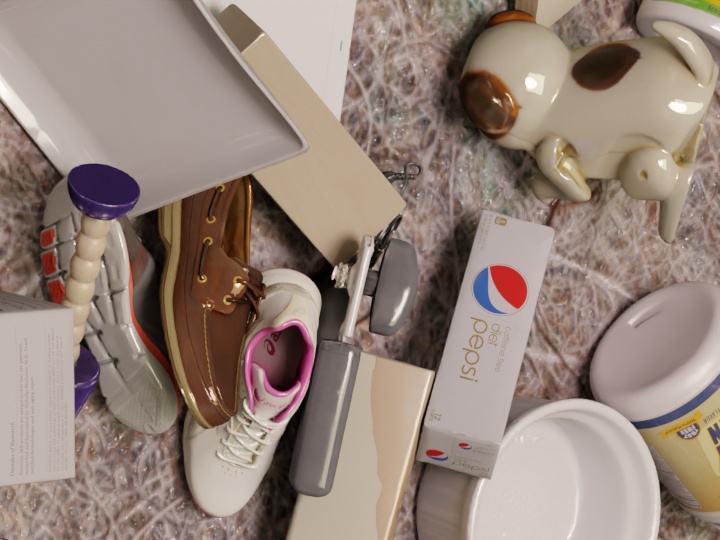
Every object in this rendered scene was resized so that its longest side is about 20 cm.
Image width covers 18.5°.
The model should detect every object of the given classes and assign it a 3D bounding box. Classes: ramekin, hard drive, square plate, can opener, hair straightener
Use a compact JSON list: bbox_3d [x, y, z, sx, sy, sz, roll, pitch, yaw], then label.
[{"bbox_3d":[0.141,0.199,1.822,0.199,0.097,0.203,-5,99,-34],"label":"ramekin"},{"bbox_3d":[-0.096,-0.182,1.658,0.199,0.026,0.133,7,92,-35],"label":"hard drive"},{"bbox_3d":[-0.161,-0.135,1.537,0.200,0.197,0.029,53,39,-26],"label":"square plate"},{"bbox_3d":[-0.007,0.070,1.643,0.066,0.053,0.202,17,88,-4],"label":"can opener"},{"bbox_3d":[0.000,0.000,1.714,0.041,0.077,0.201,39,75,-26],"label":"hair straightener"}]

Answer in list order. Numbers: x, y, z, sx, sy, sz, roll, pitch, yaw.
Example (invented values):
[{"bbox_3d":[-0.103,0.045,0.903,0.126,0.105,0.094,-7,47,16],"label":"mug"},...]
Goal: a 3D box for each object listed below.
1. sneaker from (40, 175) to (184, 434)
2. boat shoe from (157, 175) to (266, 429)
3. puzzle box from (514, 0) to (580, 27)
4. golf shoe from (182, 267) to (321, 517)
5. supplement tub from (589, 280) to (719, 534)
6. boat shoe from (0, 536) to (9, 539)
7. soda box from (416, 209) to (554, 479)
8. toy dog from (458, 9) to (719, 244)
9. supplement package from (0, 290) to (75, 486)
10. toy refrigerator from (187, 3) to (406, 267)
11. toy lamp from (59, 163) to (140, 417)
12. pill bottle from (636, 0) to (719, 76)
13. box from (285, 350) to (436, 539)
[{"bbox_3d":[-0.171,0.016,1.621,0.082,0.076,0.202,-40,120,-53],"label":"sneaker"},{"bbox_3d":[-0.104,0.014,1.597,0.072,0.067,0.202,51,30,-60],"label":"boat shoe"},{"bbox_3d":[0.181,-0.287,1.757,0.133,0.025,0.201,-39,157,-24],"label":"puzzle box"},{"bbox_3d":[-0.082,0.100,1.642,0.075,0.092,0.202,14,107,-14],"label":"golf shoe"},{"bbox_3d":[0.302,0.124,1.892,0.145,0.144,0.200,-51,119,-18],"label":"supplement tub"},{"bbox_3d":[-0.198,0.239,1.614,0.199,0.072,0.072,20,89,-32],"label":"boat shoe"},{"bbox_3d":[0.100,0.057,1.743,0.063,0.068,0.201,14,61,4],"label":"soda box"},{"bbox_3d":[0.175,-0.129,1.756,0.198,0.194,0.141,14,64,8],"label":"toy dog"},{"bbox_3d":[-0.306,0.083,1.493,0.199,0.121,0.121,-4,98,-34],"label":"supplement package"},{"bbox_3d":[-0.056,-0.099,1.645,0.076,0.070,0.200,-43,127,-1],"label":"toy refrigerator"},{"bbox_3d":[-0.198,0.023,1.554,0.058,0.058,0.201,-6,130,-33],"label":"toy lamp"},{"bbox_3d":[0.321,-0.276,1.874,0.111,0.111,0.201,31,79,-32],"label":"pill bottle"},{"bbox_3d":[-0.004,0.165,1.710,0.077,0.095,0.202,15,88,4],"label":"box"}]
